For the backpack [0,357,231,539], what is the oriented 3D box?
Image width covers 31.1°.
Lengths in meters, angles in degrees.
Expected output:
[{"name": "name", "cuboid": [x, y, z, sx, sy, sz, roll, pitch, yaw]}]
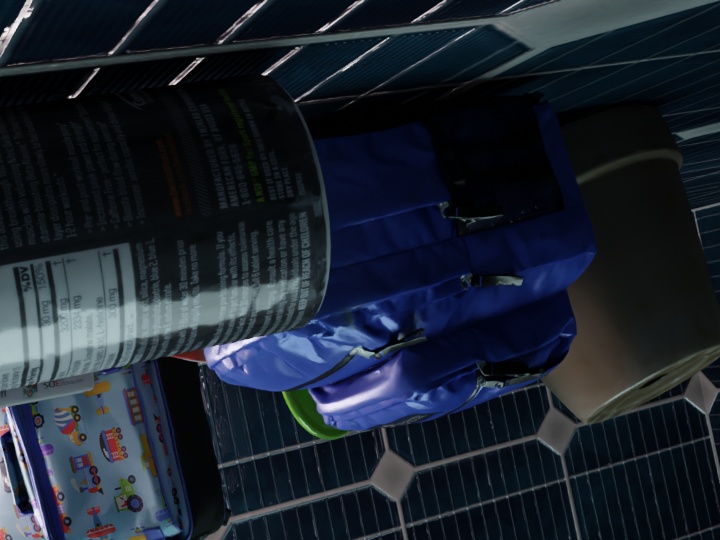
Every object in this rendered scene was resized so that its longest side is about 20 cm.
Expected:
[{"name": "backpack", "cuboid": [-0.222, 0.144, 1.007, 0.199, 0.184, 0.134, -11, 180, 14]}]

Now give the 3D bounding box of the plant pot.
[{"name": "plant pot", "cuboid": [0.170, 0.009, 0.936, 0.199, 0.174, 0.200, -24, 162, -8]}]

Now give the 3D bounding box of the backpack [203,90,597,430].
[{"name": "backpack", "cuboid": [0.009, -0.002, 0.688, 0.199, 0.169, 0.162, -8, 164, -34]}]

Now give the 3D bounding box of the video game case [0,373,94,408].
[{"name": "video game case", "cuboid": [-0.314, 0.084, 0.875, 0.199, 0.024, 0.182, -4, -179, 37]}]

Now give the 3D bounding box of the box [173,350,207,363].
[{"name": "box", "cuboid": [-0.090, 0.003, 0.856, 0.099, 0.096, 0.200, 8, -177, 15]}]

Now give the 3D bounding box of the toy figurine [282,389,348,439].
[{"name": "toy figurine", "cuboid": [0.025, 0.049, 1.142, 0.183, 0.151, 0.200, -13, 135, 30]}]

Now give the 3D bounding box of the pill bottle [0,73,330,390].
[{"name": "pill bottle", "cuboid": [-0.120, -0.012, 0.495, 0.199, 0.107, 0.106, -10, 178, -22]}]
